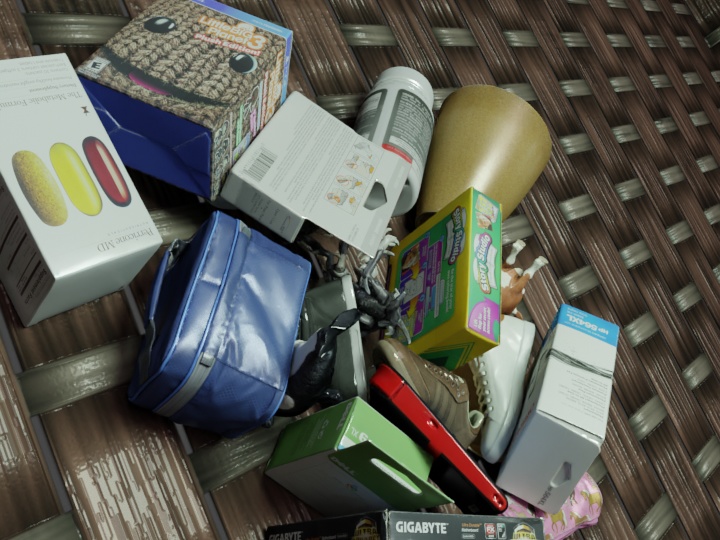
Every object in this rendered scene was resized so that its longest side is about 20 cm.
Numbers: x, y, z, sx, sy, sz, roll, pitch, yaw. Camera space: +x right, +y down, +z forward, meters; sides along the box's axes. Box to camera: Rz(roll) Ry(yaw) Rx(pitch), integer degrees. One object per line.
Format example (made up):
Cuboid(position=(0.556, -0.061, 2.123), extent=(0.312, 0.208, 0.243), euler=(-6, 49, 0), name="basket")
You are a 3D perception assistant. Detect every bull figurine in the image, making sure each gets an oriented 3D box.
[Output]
Cuboid(position=(0.188, 0.016, 1.004), extent=(0.196, 0.123, 0.066), euler=(3, 37, -40), name="bull figurine")

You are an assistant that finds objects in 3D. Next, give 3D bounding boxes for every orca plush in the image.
Cuboid(position=(-0.043, 0.098, 0.694), extent=(0.070, 0.201, 0.107), euler=(22, 45, -18), name="orca plush")

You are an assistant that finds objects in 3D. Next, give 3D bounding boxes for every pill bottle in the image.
Cuboid(position=(0.043, -0.183, 0.996), extent=(0.113, 0.113, 0.204), euler=(33, 48, -20), name="pill bottle")

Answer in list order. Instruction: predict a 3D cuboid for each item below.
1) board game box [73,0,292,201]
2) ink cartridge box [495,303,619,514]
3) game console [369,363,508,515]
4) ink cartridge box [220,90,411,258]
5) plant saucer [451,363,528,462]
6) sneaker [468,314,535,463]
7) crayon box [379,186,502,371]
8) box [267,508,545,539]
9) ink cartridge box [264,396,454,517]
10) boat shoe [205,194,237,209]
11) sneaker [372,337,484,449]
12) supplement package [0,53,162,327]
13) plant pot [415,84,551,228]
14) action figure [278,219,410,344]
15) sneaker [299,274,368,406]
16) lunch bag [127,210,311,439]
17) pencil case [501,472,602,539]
Cuboid(position=(-0.185, -0.199, 0.780), extent=(0.156, 0.098, 0.202), euler=(21, 48, 4), name="board game box")
Cuboid(position=(0.243, 0.165, 0.874), extent=(0.082, 0.149, 0.201), euler=(23, 39, 10), name="ink cartridge box")
Cuboid(position=(0.075, 0.185, 0.749), extent=(0.031, 0.201, 0.176), euler=(-43, 74, -14), name="game console")
Cuboid(position=(-0.042, -0.103, 0.816), extent=(0.174, 0.045, 0.202), euler=(32, 40, -6), name="ink cartridge box")
Cuboid(position=(0.155, 0.156, 0.954), extent=(0.196, 0.035, 0.205), euler=(21, 55, -31), name="plant saucer")
Cuboid(position=(0.164, 0.144, 0.909), extent=(0.082, 0.074, 0.203), euler=(20, 53, 1), name="sneaker")
Cuboid(position=(0.098, 0.026, 0.882), extent=(0.057, 0.172, 0.204), euler=(26, 51, -24), name="crayon box")
Cuboid(position=(0.040, 0.260, 0.679), extent=(0.196, 0.197, 0.051), euler=(14, 62, -33), name="box")
Cuboid(position=(0.000, 0.183, 0.687), extent=(0.103, 0.199, 0.060), euler=(39, 52, -15), name="ink cartridge box")
Cuboid(position=(-0.100, -0.113, 0.870), extent=(0.197, 0.062, 0.074), euler=(-14, 75, -44), name="boat shoe")
Cuboid(position=(0.079, 0.133, 0.810), extent=(0.075, 0.070, 0.202), euler=(-40, 127, -14), name="sneaker")
Cuboid(position=(-0.287, -0.075, 0.653), extent=(0.113, 0.109, 0.203), euler=(-26, 84, -45), name="supplement package")
Cuboid(position=(0.160, -0.127, 1.040), extent=(0.185, 0.185, 0.203), euler=(38, 62, -16), name="plant pot")
Cuboid(position=(0.000, 0.000, 0.856), extent=(0.200, 0.119, 0.102), euler=(47, 53, 0), name="action figure")
Cuboid(position=(-0.042, 0.113, 0.796), extent=(0.096, 0.071, 0.207), euler=(-9, 97, -1), name="sneaker")
Cuboid(position=(-0.141, 0.043, 0.693), extent=(0.130, 0.135, 0.204), euler=(27, 51, -25), name="lunch bag")
Cuboid(position=(0.225, 0.306, 0.897), extent=(0.196, 0.082, 0.089), euler=(-6, 78, -43), name="pencil case")
